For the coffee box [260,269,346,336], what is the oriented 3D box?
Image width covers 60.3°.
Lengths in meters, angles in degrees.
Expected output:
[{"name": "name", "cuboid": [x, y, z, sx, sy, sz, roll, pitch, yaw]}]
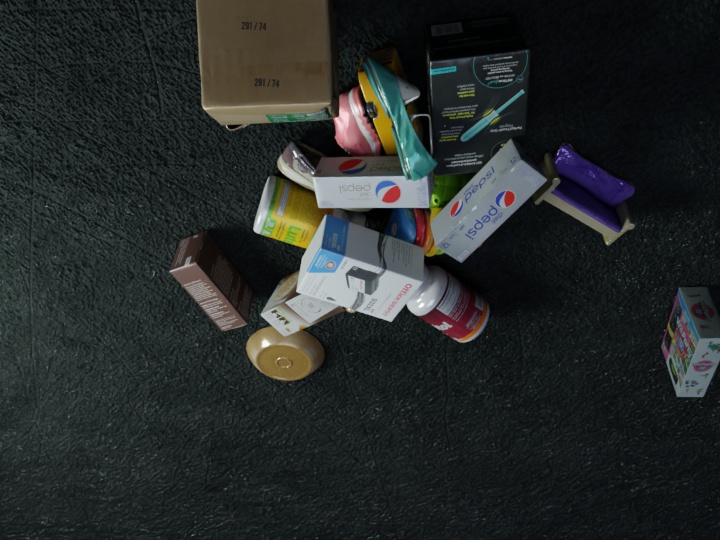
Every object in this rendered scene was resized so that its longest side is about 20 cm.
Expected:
[{"name": "coffee box", "cuboid": [-0.103, 0.048, 1.288, 0.080, 0.115, 0.199, 44, 136, -21]}]

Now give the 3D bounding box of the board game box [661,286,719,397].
[{"name": "board game box", "cuboid": [0.725, 0.157, 1.355, 0.063, 0.149, 0.202, -1, 133, 8]}]

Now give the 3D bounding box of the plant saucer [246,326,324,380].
[{"name": "plant saucer", "cuboid": [-0.189, 0.217, 1.542, 0.197, 0.036, 0.202, 2, 134, 2]}]

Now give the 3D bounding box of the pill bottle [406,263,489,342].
[{"name": "pill bottle", "cuboid": [0.171, 0.062, 1.321, 0.199, 0.114, 0.113, 32, 127, -24]}]

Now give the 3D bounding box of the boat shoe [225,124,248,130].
[{"name": "boat shoe", "cuboid": [-0.156, -0.300, 1.023, 0.072, 0.073, 0.200, 33, 127, -24]}]

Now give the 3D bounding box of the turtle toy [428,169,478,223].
[{"name": "turtle toy", "cuboid": [0.158, -0.142, 1.125, 0.197, 0.148, 0.101, 9, 174, -5]}]

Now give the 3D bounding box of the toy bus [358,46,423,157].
[{"name": "toy bus", "cuboid": [0.059, -0.260, 1.042, 0.064, 0.079, 0.201, -10, 133, 20]}]

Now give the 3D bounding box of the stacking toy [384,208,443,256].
[{"name": "stacking toy", "cuboid": [0.155, -0.070, 1.218, 0.197, 0.117, 0.110, 6, 138, -19]}]

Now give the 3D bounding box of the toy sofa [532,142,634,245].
[{"name": "toy sofa", "cuboid": [0.414, -0.139, 1.136, 0.198, 0.084, 0.098, 25, 131, -19]}]

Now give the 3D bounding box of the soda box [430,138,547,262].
[{"name": "soda box", "cuboid": [0.202, -0.110, 1.002, 0.063, 0.069, 0.200, 28, 122, -25]}]

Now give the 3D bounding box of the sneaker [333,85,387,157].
[{"name": "sneaker", "cuboid": [0.002, -0.230, 1.097, 0.086, 0.074, 0.202, -3, 131, 25]}]

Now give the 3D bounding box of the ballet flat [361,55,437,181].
[{"name": "ballet flat", "cuboid": [0.069, -0.241, 0.955, 0.069, 0.067, 0.202, -22, 103, 5]}]

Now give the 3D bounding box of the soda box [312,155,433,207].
[{"name": "soda box", "cuboid": [0.023, -0.150, 1.053, 0.197, 0.069, 0.064, 2, 130, 13]}]

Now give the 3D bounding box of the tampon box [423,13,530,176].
[{"name": "tampon box", "cuboid": [0.182, -0.276, 0.989, 0.147, 0.127, 0.202, -5, 134, 6]}]

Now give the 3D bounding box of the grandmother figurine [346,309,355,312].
[{"name": "grandmother figurine", "cuboid": [0.000, 0.008, 1.319, 0.119, 0.061, 0.202, -9, 136, 0]}]

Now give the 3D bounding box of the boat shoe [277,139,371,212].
[{"name": "boat shoe", "cuboid": [-0.054, -0.174, 1.140, 0.198, 0.073, 0.065, 26, 135, -13]}]

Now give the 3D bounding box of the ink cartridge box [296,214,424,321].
[{"name": "ink cartridge box", "cuboid": [0.000, 0.000, 1.136, 0.197, 0.085, 0.146, 18, 140, -15]}]

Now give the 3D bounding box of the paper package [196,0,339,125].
[{"name": "paper package", "cuboid": [-0.134, -0.322, 0.922, 0.196, 0.103, 0.194, -2, 94, 5]}]

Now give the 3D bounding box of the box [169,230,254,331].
[{"name": "box", "cuboid": [-0.311, 0.026, 1.323, 0.074, 0.101, 0.201, -15, 131, 17]}]

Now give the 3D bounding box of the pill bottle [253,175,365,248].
[{"name": "pill bottle", "cuboid": [-0.095, -0.098, 1.184, 0.197, 0.112, 0.112, 17, 133, -13]}]
